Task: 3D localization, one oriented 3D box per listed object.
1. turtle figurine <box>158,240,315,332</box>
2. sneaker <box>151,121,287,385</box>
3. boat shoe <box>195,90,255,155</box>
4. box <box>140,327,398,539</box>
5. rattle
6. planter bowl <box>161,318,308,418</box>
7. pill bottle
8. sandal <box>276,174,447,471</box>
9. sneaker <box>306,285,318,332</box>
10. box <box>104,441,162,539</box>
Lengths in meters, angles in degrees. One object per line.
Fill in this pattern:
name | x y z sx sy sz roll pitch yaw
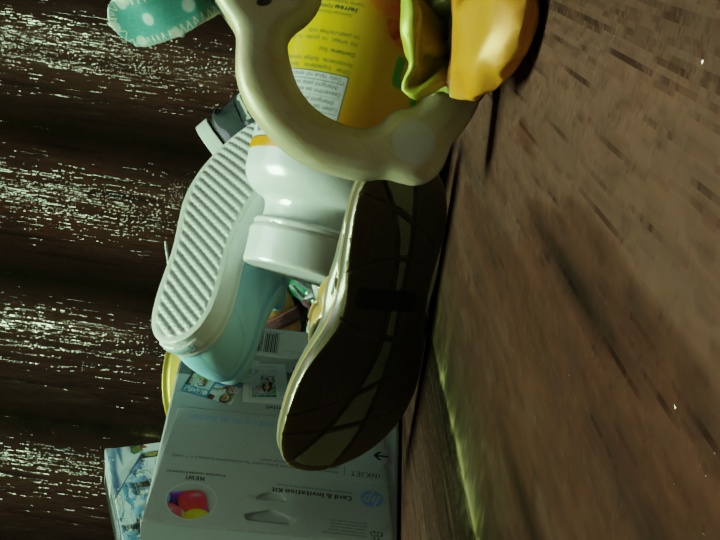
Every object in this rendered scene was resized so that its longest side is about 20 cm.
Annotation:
turtle figurine | -0.072 0.041 1.106 0.101 0.148 0.202 -68 -44 -66
sneaker | -0.080 -0.013 0.927 0.082 0.073 0.202 52 -132 -42
boat shoe | -0.063 -0.074 1.096 0.060 0.200 0.076 -43 -27 6
box | -0.052 0.114 0.885 0.201 0.154 0.042 -88 4 -57
rattle | -0.030 -0.123 0.620 0.131 0.199 0.143 -58 3 11
planter bowl | -0.071 0.100 1.206 0.083 0.198 0.203 -11 70 64
pill bottle | -0.010 -0.093 0.864 0.111 0.110 0.202 130 155 -84
sandal | -0.001 0.025 0.810 0.054 0.079 0.202 37 115 62
sneaker | 0.000 0.000 0.975 0.201 0.070 0.074 105 173 -47
box | -0.081 0.191 0.858 0.201 0.135 0.040 -113 24 -44
